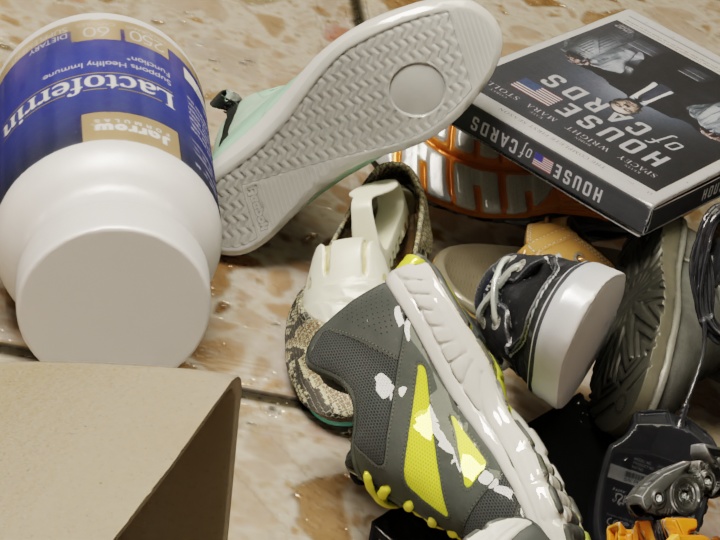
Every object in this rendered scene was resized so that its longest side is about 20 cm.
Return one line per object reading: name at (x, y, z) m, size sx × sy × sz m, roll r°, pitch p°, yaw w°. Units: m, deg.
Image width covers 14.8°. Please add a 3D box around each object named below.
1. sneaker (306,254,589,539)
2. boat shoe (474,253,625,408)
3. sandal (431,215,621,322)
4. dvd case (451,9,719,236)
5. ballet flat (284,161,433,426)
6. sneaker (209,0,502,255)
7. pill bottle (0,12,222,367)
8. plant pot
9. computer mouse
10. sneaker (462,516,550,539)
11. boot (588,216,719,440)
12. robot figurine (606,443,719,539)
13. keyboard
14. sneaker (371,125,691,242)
sneaker at (0.043, 0.095, 1.292) m, size 0.201 × 0.084 × 0.074 m, roll 63°, pitch 7°, yaw 21°
boat shoe at (0.088, 0.022, 1.367) m, size 0.068 × 0.072 × 0.200 m, roll 28°, pitch 0°, yaw 6°
sandal at (0.124, -0.001, 1.546) m, size 0.199 × 0.054 × 0.080 m, roll 0°, pitch 35°, yaw -29°
dvd case at (0.155, -0.088, 1.559) m, size 0.150 × 0.025 × 0.200 m, roll 32°, pitch 33°, yaw 26°
ballet flat at (0.000, 0.000, 1.452) m, size 0.067 × 0.076 × 0.200 m, roll 5°, pitch 30°, yaw 9°
sneaker at (-0.011, -0.098, 1.509) m, size 0.074 × 0.200 × 0.118 m, roll 50°, pitch 17°, yaw -18°
pill bottle at (-0.129, -0.036, 1.399) m, size 0.115 × 0.116 × 0.200 m, roll 10°, pitch 32°, yaw -15°
plant pot at (-0.166, 0.144, 1.027) m, size 0.176 × 0.201 × 0.200 m, roll 14°, pitch 29°, yaw 14°
computer mouse at (0.156, 0.063, 1.362) m, size 0.058 × 0.201 × 0.034 m, roll 21°, pitch -9°, yaw -8°
sneaker at (0.036, 0.189, 1.163) m, size 0.084 × 0.075 × 0.200 m, roll 36°, pitch 54°, yaw 6°
boot at (0.227, 0.063, 1.483) m, size 0.200 × 0.073 × 0.182 m, roll 33°, pitch 43°, yaw -12°
robot figurine at (0.188, 0.155, 1.275) m, size 0.199 × 0.146 × 0.058 m, roll 5°, pitch -10°, yaw -33°
keyboard at (0.067, 0.105, 1.378) m, size 0.127 × 0.021 × 0.200 m, roll 39°, pitch 34°, yaw 20°
sneaker at (0.096, -0.053, 1.600) m, size 0.199 × 0.077 × 0.079 m, roll 12°, pitch 72°, yaw -7°
